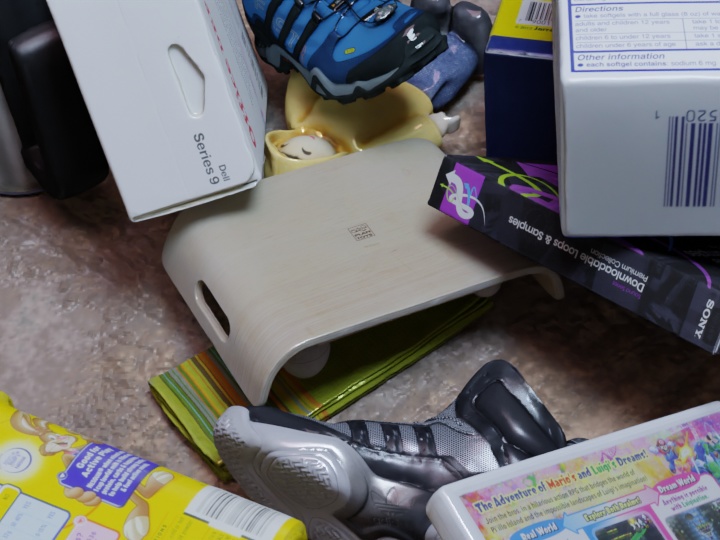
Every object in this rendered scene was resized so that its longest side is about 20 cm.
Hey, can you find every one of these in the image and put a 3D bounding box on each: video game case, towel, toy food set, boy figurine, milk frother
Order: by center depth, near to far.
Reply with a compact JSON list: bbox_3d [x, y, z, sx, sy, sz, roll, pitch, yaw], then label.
[{"bbox_3d":[0.151,0.157,0.773,0.199,0.024,0.183,-11,57,-37],"label":"video game case"},{"bbox_3d":[0.000,0.000,0.978,0.199,0.061,0.144,-17,43,-21],"label":"toy food set"},{"bbox_3d":[-0.023,0.043,0.979,0.199,0.018,0.086,-31,53,-20],"label":"towel"},{"bbox_3d":[-0.266,-0.125,1.043,0.198,0.189,0.181,-13,47,-5],"label":"milk frother"},{"bbox_3d":[-0.001,-0.107,1.082,0.124,0.065,0.200,32,56,26],"label":"boy figurine"}]

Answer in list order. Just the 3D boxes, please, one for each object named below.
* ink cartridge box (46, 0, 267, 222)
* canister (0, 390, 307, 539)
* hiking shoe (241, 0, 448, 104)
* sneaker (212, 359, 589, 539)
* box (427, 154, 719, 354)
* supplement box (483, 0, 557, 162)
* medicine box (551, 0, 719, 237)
[{"bbox_3d":[-0.118,-0.137,1.013,0.087,0.146,0.200,-18,22,3],"label":"ink cartridge box"},{"bbox_3d":[-0.141,0.149,0.793,0.199,0.087,0.149,19,50,15],"label":"canister"},{"bbox_3d":[-0.024,-0.161,1.030,0.074,0.087,0.200,-40,31,-20],"label":"hiking shoe"},{"bbox_3d":[0.027,0.097,0.890,0.199,0.076,0.114,21,53,16],"label":"sneaker"},{"bbox_3d":[0.156,-0.012,0.928,0.199,0.036,0.142,31,20,35],"label":"box"},{"bbox_3d":[0.154,-0.160,1.079,0.109,0.109,0.201,8,50,13],"label":"supplement box"},{"bbox_3d":[0.193,-0.118,0.880,0.181,0.103,0.201,0,41,6],"label":"medicine box"}]
